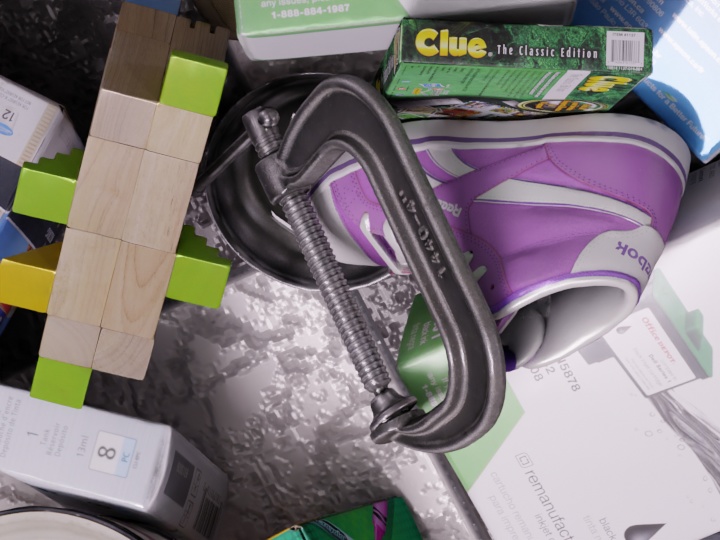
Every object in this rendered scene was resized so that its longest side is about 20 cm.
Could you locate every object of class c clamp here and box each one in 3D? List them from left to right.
[{"bbox_3d":[0.000,0.000,1.243,0.200,0.027,0.171,62,146,18],"label":"c clamp"}]

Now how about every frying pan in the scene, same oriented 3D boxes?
[{"bbox_3d":[0.018,-0.034,1.335,0.190,0.031,0.115,16,115,-1],"label":"frying pan"}]

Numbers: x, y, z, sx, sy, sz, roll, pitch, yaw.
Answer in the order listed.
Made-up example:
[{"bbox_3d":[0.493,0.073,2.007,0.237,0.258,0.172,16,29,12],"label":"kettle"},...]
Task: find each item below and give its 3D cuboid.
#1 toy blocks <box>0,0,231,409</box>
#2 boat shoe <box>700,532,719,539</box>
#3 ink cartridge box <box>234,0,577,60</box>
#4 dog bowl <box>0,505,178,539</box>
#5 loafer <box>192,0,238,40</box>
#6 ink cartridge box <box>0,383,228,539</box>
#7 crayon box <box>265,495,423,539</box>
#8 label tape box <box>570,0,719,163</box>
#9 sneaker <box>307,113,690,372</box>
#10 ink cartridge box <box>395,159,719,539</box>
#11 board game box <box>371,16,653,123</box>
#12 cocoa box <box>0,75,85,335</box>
[{"bbox_3d":[-0.101,-0.053,1.276,0.100,0.137,0.200,14,126,-5],"label":"toy blocks"},{"bbox_3d":[0.195,0.153,1.333,0.200,0.072,0.068,-16,103,23],"label":"boat shoe"},{"bbox_3d":[0.011,-0.199,1.177,0.145,0.088,0.200,-5,86,2],"label":"ink cartridge box"},{"bbox_3d":[-0.129,0.207,1.310,0.200,0.074,0.200,2,94,25],"label":"dog bowl"},{"bbox_3d":[-0.042,-0.201,1.264,0.067,0.076,0.200,9,112,19],"label":"loafer"},{"bbox_3d":[-0.176,0.087,1.366,0.200,0.160,0.047,12,80,10],"label":"ink cartridge box"},{"bbox_3d":[-0.071,0.186,1.387,0.200,0.119,0.058,-30,80,23],"label":"crayon box"},{"bbox_3d":[0.177,-0.168,1.222,0.143,0.066,0.200,45,113,-2],"label":"label tape box"},{"bbox_3d":[0.044,-0.007,1.240,0.200,0.114,0.073,-8,140,37],"label":"sneaker"},{"bbox_3d":[0.140,0.047,1.290,0.200,0.084,0.146,-25,107,19],"label":"ink cartridge box"},{"bbox_3d":[0.061,-0.082,1.207,0.105,0.200,0.023,4,85,-4],"label":"board game box"},{"bbox_3d":[-0.250,-0.052,1.324,0.200,0.133,0.131,27,82,5],"label":"cocoa box"}]
